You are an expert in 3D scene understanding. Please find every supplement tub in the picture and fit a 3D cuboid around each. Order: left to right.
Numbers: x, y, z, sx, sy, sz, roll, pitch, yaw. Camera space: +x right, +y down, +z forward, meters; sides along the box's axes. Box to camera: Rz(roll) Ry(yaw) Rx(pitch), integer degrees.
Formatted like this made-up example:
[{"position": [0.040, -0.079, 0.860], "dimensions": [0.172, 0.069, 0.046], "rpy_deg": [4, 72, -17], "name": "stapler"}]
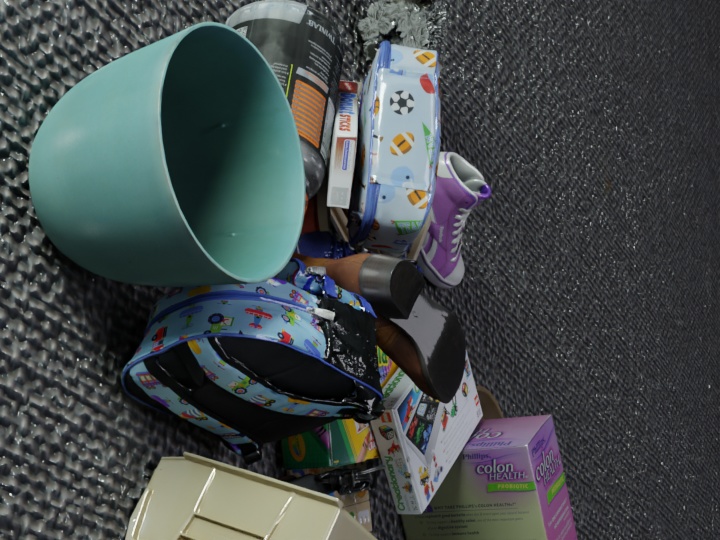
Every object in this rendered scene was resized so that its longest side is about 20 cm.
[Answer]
[{"position": [-0.086, -0.144, 1.320], "dimensions": [0.123, 0.122, 0.201], "rpy_deg": [47, 44, -49], "name": "supplement tub"}]

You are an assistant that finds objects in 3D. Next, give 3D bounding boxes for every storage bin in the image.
[{"position": [-0.067, 0.251, 1.183], "dimensions": [0.200, 0.198, 0.094], "rpy_deg": [49, 59, -47], "name": "storage bin"}]

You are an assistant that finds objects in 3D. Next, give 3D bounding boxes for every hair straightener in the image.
[{"position": [-0.029, 0.218, 1.375], "dimensions": [0.200, 0.077, 0.041], "rpy_deg": [5, 78, -58], "name": "hair straightener"}]

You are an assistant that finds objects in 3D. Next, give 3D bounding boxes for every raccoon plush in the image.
[{"position": [0.087, -0.299, 1.660], "dimensions": [0.097, 0.200, 0.134], "rpy_deg": [52, 25, 10], "name": "raccoon plush"}]

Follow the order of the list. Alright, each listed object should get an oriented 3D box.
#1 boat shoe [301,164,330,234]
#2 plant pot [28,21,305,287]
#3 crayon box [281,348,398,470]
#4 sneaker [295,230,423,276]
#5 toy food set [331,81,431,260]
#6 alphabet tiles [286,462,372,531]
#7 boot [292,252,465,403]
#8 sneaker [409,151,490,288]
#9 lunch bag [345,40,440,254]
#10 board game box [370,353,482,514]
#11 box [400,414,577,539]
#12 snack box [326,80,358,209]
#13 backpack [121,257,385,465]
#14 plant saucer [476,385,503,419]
[{"position": [-0.063, -0.116, 1.420], "dimensions": [0.071, 0.062, 0.201], "rpy_deg": [80, 7, -50], "name": "boat shoe"}, {"position": [-0.162, -0.079, 1.105], "dimensions": [0.200, 0.160, 0.202], "rpy_deg": [27, 59, -56], "name": "plant pot"}, {"position": [-0.012, 0.138, 1.451], "dimensions": [0.200, 0.058, 0.120], "rpy_deg": [3, 81, -63], "name": "crayon box"}, {"position": [0.000, 0.000, 1.463], "dimensions": [0.200, 0.114, 0.081], "rpy_deg": [50, 40, -47], "name": "sneaker"}, {"position": [0.017, -0.094, 1.575], "dimensions": [0.201, 0.060, 0.144], "rpy_deg": [62, 33, -30], "name": "toy food set"}, {"position": [-0.033, 0.217, 1.462], "dimensions": [0.167, 0.007, 0.202], "rpy_deg": [3, 80, -63], "name": "alphabet tiles"}, {"position": [-0.010, 0.050, 1.351], "dimensions": [0.188, 0.199, 0.069], "rpy_deg": [50, 58, -41], "name": "boot"}, {"position": [0.114, -0.059, 1.708], "dimensions": [0.073, 0.114, 0.201], "rpy_deg": [-72, 145, -43], "name": "sneaker"}, {"position": [0.030, -0.113, 1.377], "dimensions": [0.160, 0.075, 0.202], "rpy_deg": [133, -35, -78], "name": "lunch bag"}, {"position": [0.074, 0.154, 1.510], "dimensions": [0.200, 0.034, 0.127], "rpy_deg": [-47, 126, -55], "name": "board game box"}, {"position": [0.146, 0.281, 1.613], "dimensions": [0.097, 0.175, 0.201], "rpy_deg": [-35, 114, -60], "name": "box"}, {"position": [-0.017, -0.128, 1.377], "dimensions": [0.200, 0.024, 0.072], "rpy_deg": [-90, -175, -68], "name": "snack box"}, {"position": [-0.100, 0.065, 1.194], "dimensions": [0.200, 0.182, 0.135], "rpy_deg": [29, 49, -44], "name": "backpack"}, {"position": [0.148, 0.249, 1.790], "dimensions": [0.200, 0.029, 0.202], "rpy_deg": [25, 62, -59], "name": "plant saucer"}]
